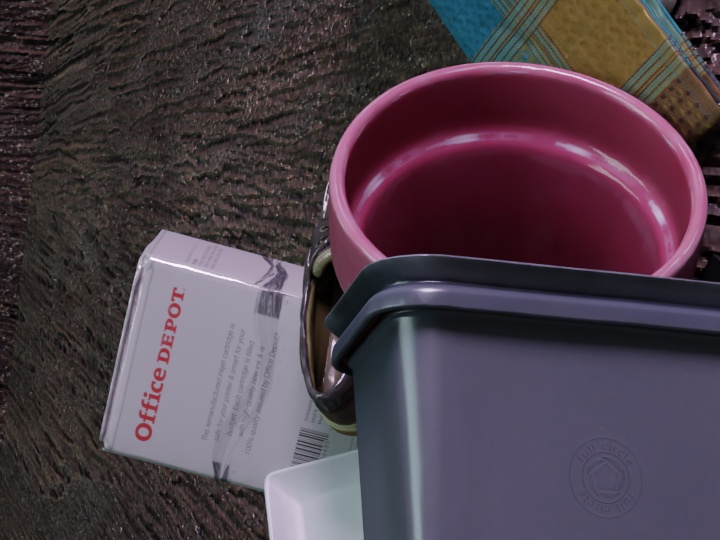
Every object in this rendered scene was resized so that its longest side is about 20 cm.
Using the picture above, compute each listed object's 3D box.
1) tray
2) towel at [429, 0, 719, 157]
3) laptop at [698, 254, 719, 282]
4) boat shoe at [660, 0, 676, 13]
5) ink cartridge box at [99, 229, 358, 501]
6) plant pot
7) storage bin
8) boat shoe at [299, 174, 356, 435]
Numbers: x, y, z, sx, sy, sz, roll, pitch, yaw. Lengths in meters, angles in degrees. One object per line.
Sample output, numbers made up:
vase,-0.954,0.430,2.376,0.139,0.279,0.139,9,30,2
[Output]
tray,0.035,0.161,0.923,0.022,0.198,0.108,49,-151,-59
towel,0.117,-0.139,0.831,0.201,0.022,0.147,55,147,7
laptop,0.158,0.122,0.693,0.201,0.102,0.178,57,136,43
boat shoe,0.120,-0.156,0.899,0.201,0.060,0.073,144,128,-60
ink cartridge box,-0.067,0.071,0.990,0.085,0.198,0.147,-91,16,-74
plant pot,0.080,0.013,0.803,0.180,0.198,0.201,92,166,-45
storage bin,0.083,0.086,0.616,0.146,0.198,0.136,129,146,-66
boat shoe,0.000,0.000,0.903,0.065,0.072,0.202,50,-142,-60
